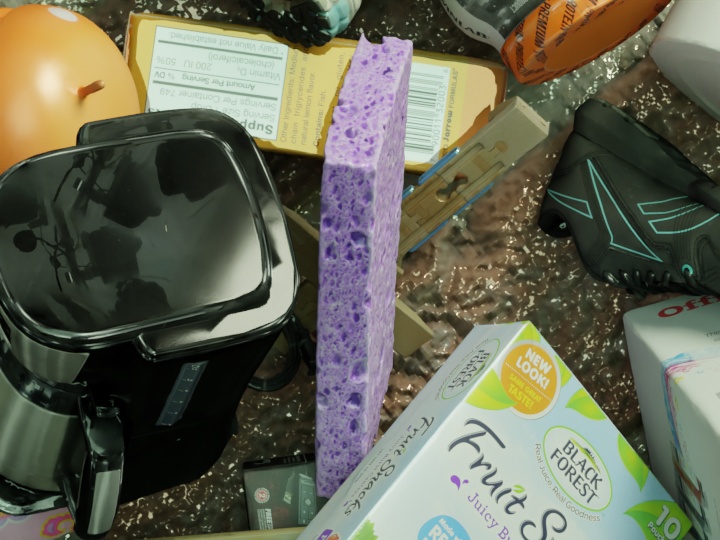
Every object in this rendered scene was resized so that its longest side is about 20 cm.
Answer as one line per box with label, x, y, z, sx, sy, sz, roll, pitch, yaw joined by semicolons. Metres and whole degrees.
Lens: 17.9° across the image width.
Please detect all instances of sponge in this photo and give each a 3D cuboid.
sponge;0.000;0.000;1.107;0.030;0.112;0.201;7;126;6

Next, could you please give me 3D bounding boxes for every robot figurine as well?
robot figurine;-0.193;-0.069;1.126;0.199;0.117;0.145;-4;119;24

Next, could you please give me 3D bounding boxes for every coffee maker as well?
coffee maker;-0.096;0.013;1.074;0.192;0.200;0.135;-35;78;-28

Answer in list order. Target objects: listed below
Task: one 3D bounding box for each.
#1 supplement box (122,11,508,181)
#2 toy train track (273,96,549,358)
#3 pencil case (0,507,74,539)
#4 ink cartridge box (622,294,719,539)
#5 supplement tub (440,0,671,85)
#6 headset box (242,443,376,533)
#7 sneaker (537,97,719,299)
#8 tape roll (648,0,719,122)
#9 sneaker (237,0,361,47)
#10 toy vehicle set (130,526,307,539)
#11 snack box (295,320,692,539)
supplement box;-0.026;-0.090;1.195;0.199;0.067;0.069;10;91;-2
toy train track;0.019;-0.026;1.175;0.115;0.033;0.200;40;122;-18
pencil case;-0.228;0.135;1.172;0.199;0.087;0.088;-30;90;-3
ink cartridge box;0.233;0.097;1.124;0.144;0.200;0.146;-15;112;-3
supplement tub;0.071;-0.204;1.160;0.122;0.123;0.201;-28;79;-3
headset box;0.045;0.160;1.188;0.199;0.075;0.150;-7;89;-3
sneaker;0.164;-0.013;1.163;0.075;0.200;0.079;30;98;-41
tape roll;0.248;-0.093;1.143;0.202;0.202;0.071;31;86;-2
sneaker;-0.063;-0.190;1.179;0.200;0.078;0.086;35;66;25
toy vehicle set;-0.075;0.196;1.149;0.199;0.026;0.125;-9;88;33
snack box;0.051;0.144;1.087;0.200;0.053;0.142;-48;110;-24
